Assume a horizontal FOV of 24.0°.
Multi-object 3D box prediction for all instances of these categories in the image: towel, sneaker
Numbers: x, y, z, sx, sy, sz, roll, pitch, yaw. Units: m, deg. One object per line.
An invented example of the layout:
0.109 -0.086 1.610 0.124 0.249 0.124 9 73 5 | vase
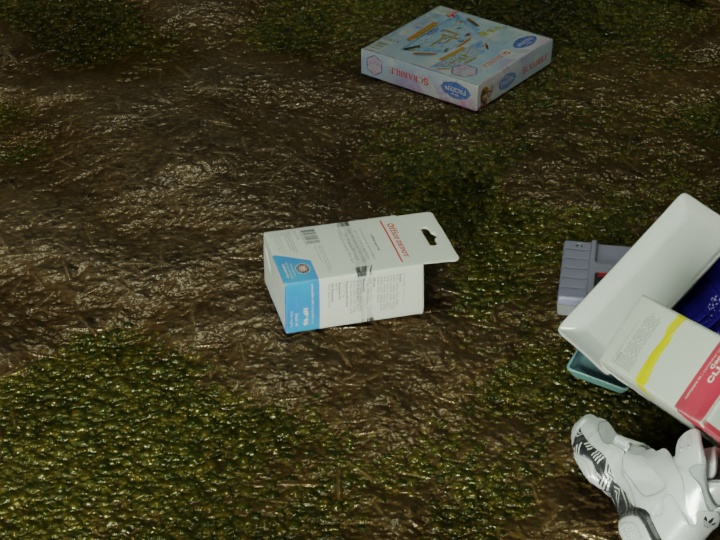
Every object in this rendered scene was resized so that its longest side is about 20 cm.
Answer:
0.382 -0.006 1.741 0.199 0.050 0.148 -40 39 9 | towel
0.273 0.180 1.544 0.115 0.075 0.201 -44 37 14 | sneaker

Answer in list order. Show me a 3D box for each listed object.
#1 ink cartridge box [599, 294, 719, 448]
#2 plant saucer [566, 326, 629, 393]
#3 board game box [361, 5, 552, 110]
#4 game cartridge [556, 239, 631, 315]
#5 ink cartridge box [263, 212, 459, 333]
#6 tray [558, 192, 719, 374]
0.334 0.114 1.579 0.145 0.084 0.200 35 0 -25 | ink cartridge box
0.288 0.053 1.808 0.069 0.019 0.201 19 50 20 | plant saucer
0.137 -0.303 2.392 0.198 0.042 0.199 22 38 31 | board game box
0.322 0.016 1.897 0.197 0.039 0.130 5 28 8 | game cartridge
0.000 0.000 1.882 0.198 0.069 0.116 -8 33 -12 | ink cartridge box
0.300 0.016 1.751 0.200 0.022 0.107 -47 36 1 | tray
